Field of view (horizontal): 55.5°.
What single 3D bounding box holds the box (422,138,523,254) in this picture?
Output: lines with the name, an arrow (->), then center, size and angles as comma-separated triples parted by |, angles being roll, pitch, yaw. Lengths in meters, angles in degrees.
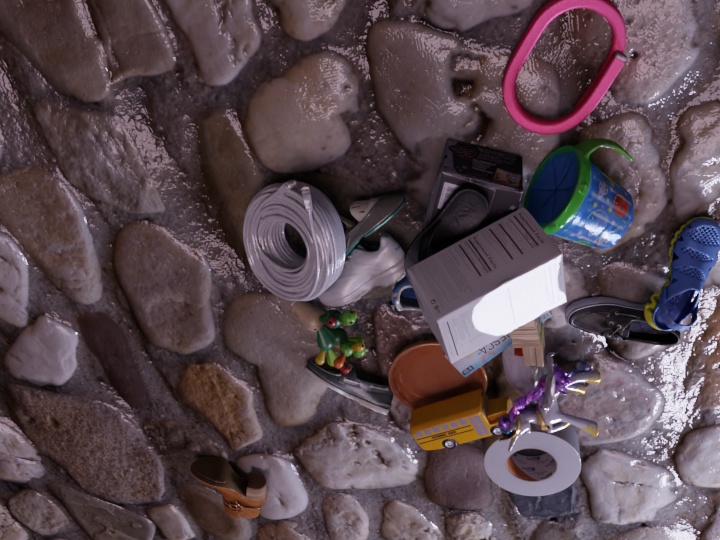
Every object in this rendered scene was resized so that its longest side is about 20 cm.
box -> 0.169, -0.084, 1.090 | 0.128, 0.116, 0.204 | 14, 127, 3

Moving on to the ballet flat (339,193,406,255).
ballet flat -> -0.009, -0.079, 1.161 | 0.064, 0.068, 0.199 | 43, 123, -12

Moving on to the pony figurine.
pony figurine -> 0.343, 0.227, 1.257 | 0.194, 0.166, 0.199 | -3, 99, -18

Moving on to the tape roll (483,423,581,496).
tape roll -> 0.354, 0.378, 1.422 | 0.194, 0.067, 0.204 | 6, 126, 8

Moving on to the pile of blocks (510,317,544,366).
pile of blocks -> 0.262, 0.086, 1.121 | 0.060, 0.084, 0.201 | -2, 148, 19

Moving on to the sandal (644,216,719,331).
sandal -> 0.524, 0.016, 1.092 | 0.077, 0.087, 0.205 | 12, 109, 4

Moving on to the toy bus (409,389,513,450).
toy bus -> 0.200, 0.291, 1.345 | 0.196, 0.066, 0.079 | -23, 118, 26

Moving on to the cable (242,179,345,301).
cable -> -0.115, -0.050, 1.166 | 0.196, 0.069, 0.205 | -10, 105, 39

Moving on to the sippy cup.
sippy cup -> 0.338, -0.100, 1.042 | 0.128, 0.143, 0.177 | 23, 152, -19

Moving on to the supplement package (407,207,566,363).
supplement package -> 0.185, 0.021, 0.995 | 0.196, 0.111, 0.115 | -27, 137, -2

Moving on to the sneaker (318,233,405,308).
sneaker -> 0.000, 0.000, 1.226 | 0.197, 0.075, 0.088 | -28, 100, 25

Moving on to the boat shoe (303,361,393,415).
boat shoe -> -0.021, 0.226, 1.404 | 0.196, 0.073, 0.063 | 27, 84, 0

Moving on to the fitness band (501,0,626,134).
fitness band -> 0.284, -0.288, 0.965 | 0.141, 0.038, 0.202 | 24, 126, -6

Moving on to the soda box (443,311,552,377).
soda box -> 0.239, 0.099, 1.219 | 0.199, 0.064, 0.068 | -39, 112, 20

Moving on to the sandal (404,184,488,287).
sandal -> 0.121, -0.040, 1.029 | 0.074, 0.048, 0.203 | 24, 127, -6

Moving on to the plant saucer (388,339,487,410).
plant saucer -> 0.153, 0.209, 1.357 | 0.194, 0.038, 0.204 | 5, 127, 7

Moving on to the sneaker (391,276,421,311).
sneaker -> 0.150, 0.041, 1.212 | 0.194, 0.073, 0.073 | -9, 123, 16

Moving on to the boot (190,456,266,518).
boot -> -0.327, 0.543, 1.680 | 0.195, 0.075, 0.157 | 18, 132, 1

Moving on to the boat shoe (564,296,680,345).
boat shoe -> 0.459, 0.092, 1.195 | 0.194, 0.057, 0.070 | 4, 127, 9

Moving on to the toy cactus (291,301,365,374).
toy cactus -> -0.064, 0.121, 1.298 | 0.163, 0.103, 0.201 | 35, 158, 11
